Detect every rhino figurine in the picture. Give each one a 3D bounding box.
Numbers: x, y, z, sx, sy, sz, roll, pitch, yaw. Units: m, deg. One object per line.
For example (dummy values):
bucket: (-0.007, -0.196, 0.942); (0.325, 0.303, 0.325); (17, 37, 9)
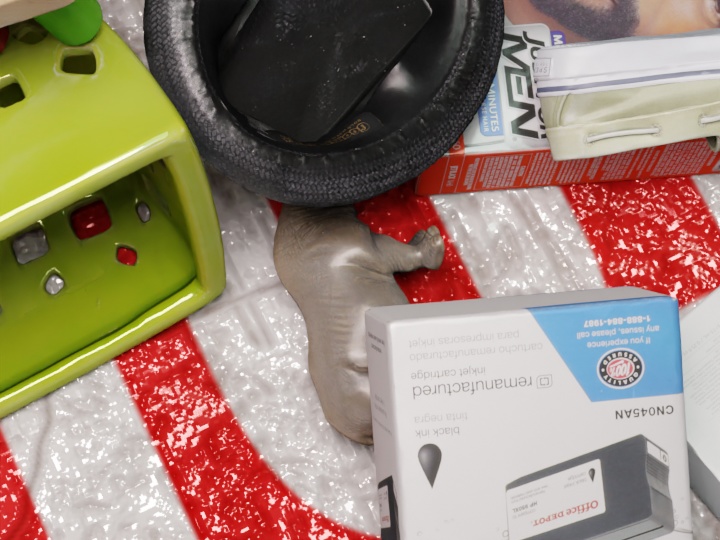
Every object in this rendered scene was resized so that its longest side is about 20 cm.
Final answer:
rhino figurine: (0.000, 0.000, 1.006); (0.087, 0.060, 0.201); (-15, 73, -10)

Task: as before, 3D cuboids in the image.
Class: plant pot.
plant pot: (-0.199, -0.050, 0.945); (0.199, 0.199, 0.182); (-29, 70, -10)

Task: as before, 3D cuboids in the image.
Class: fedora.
fedora: (-0.027, -0.124, 0.975); (0.199, 0.092, 0.202); (3, 82, -22)

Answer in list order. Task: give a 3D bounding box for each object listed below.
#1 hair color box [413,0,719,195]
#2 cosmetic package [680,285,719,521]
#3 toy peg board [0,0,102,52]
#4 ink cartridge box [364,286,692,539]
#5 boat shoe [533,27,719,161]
hair color box: (0.124, -0.109, 1.045); (0.199, 0.064, 0.112); (-5, 73, -6)
cosmetic package: (0.256, 0.055, 1.008); (0.200, 0.052, 0.151); (-37, 76, -13)
toy peg board: (-0.213, -0.169, 0.853); (0.198, 0.098, 0.201); (-16, 70, 14)
ink cartridge box: (0.084, 0.115, 0.927); (0.144, 0.084, 0.201); (-5, 94, -7)
boat shoe: (0.188, -0.094, 0.986); (0.199, 0.072, 0.062); (-4, 99, -1)
